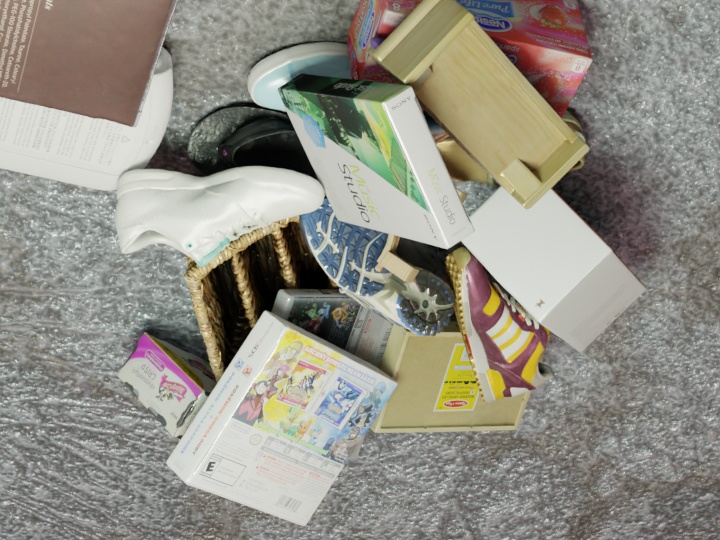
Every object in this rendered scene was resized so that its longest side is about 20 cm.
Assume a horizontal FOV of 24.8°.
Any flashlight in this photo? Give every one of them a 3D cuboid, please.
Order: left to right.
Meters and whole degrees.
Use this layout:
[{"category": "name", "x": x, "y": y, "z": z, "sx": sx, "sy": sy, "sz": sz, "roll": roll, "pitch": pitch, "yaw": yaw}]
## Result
[{"category": "flashlight", "x": 0.025, "y": -0.049, "z": 1.671, "sx": 0.068, "sy": 0.068, "sz": 0.200, "roll": -15, "pitch": 140, "yaw": 21}]

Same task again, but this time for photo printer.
[{"category": "photo printer", "x": -0.278, "y": -0.159, "z": 1.527, "sx": 0.200, "sy": 0.070, "sz": 0.167, "roll": 12, "pitch": 133, "yaw": -17}]

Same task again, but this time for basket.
[{"category": "basket", "x": -0.090, "y": 0.013, "z": 1.657, "sx": 0.142, "sy": 0.149, "sz": 0.200, "roll": -8, "pitch": 133, "yaw": 3}]

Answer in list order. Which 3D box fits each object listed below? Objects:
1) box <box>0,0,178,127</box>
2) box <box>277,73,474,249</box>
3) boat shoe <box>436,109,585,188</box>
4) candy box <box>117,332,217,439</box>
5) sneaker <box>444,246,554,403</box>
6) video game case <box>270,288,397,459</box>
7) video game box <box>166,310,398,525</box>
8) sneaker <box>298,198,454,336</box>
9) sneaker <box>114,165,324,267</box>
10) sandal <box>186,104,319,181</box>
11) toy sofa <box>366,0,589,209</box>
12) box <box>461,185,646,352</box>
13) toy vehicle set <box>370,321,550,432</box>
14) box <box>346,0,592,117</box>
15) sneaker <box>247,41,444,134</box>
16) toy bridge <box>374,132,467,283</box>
[{"category": "box", "x": -0.262, "y": -0.249, "z": 1.373, "sx": 0.200, "sy": 0.166, "sz": 0.164, "roll": 12, "pitch": 131, "yaw": -16}, {"category": "box", "x": 0.010, "y": -0.099, "z": 1.446, "sx": 0.036, "sy": 0.200, "sz": 0.145, "roll": -34, "pitch": 113, "yaw": -21}, {"category": "boat shoe", "x": 0.121, "y": -0.114, "z": 1.602, "sx": 0.200, "sy": 0.076, "sz": 0.072, "roll": -8, "pitch": 134, "yaw": 3}, {"category": "candy box", "x": -0.147, "y": 0.151, "z": 1.767, "sx": 0.200, "sy": 0.136, "sz": 0.061, "roll": 29, "pitch": 96, "yaw": -44}, {"category": "sneaker", "x": 0.147, "y": 0.047, "z": 1.699, "sx": 0.090, "sy": 0.075, "sz": 0.200, "roll": -16, "pitch": 130, "yaw": 0}, {"category": "video game case", "x": -0.043, "y": 0.112, "z": 1.706, "sx": 0.182, "sy": 0.023, "sz": 0.200, "roll": 1, "pitch": 116, "yaw": -44}, {"category": "video game box", "x": -0.075, "y": 0.152, "z": 1.650, "sx": 0.182, "sy": 0.047, "sz": 0.200, "roll": -55, "pitch": 140, "yaw": 4}, {"category": "sneaker", "x": 0.000, "y": 0.000, "z": 1.628, "sx": 0.200, "sy": 0.077, "sz": 0.085, "roll": 43, "pitch": 160, "yaw": -30}, {"category": "sneaker", "x": -0.132, "y": -0.047, "z": 1.541, "sx": 0.200, "sy": 0.089, "sz": 0.075, "roll": -2, "pitch": 160, "yaw": 10}, {"category": "sandal", "x": -0.075, "y": -0.115, "z": 1.566, "sx": 0.200, "sy": 0.048, "sz": 0.075, "roll": 7, "pitch": 105, "yaw": 14}, {"category": "toy sofa", "x": 0.102, "y": -0.153, "z": 1.437, "sx": 0.083, "sy": 0.098, "sz": 0.200, "roll": -45, "pitch": 124, "yaw": 4}, {"category": "box", "x": 0.190, "y": -0.008, "z": 1.606, "sx": 0.097, "sy": 0.124, "sz": 0.200, "roll": -45, "pitch": 159, "yaw": 6}, {"category": "toy vehicle set", "x": 0.107, "y": 0.116, "z": 1.789, "sx": 0.200, "sy": 0.027, "sz": 0.124, "roll": 3, "pitch": 115, "yaw": -34}, {"category": "box", "x": 0.097, "y": -0.204, "z": 1.500, "sx": 0.200, "sy": 0.095, "sz": 0.103, "roll": 11, "pitch": 133, "yaw": -16}, {"category": "sneaker", "x": -0.006, "y": -0.163, "z": 1.540, "sx": 0.200, "sy": 0.082, "sz": 0.074, "roll": -1, "pitch": 133, "yaw": -4}, {"category": "toy bridge", "x": 0.070, "y": -0.084, "z": 1.571, "sx": 0.200, "sy": 0.067, "sz": 0.027, "roll": -57, "pitch": 163, "yaw": 5}]
